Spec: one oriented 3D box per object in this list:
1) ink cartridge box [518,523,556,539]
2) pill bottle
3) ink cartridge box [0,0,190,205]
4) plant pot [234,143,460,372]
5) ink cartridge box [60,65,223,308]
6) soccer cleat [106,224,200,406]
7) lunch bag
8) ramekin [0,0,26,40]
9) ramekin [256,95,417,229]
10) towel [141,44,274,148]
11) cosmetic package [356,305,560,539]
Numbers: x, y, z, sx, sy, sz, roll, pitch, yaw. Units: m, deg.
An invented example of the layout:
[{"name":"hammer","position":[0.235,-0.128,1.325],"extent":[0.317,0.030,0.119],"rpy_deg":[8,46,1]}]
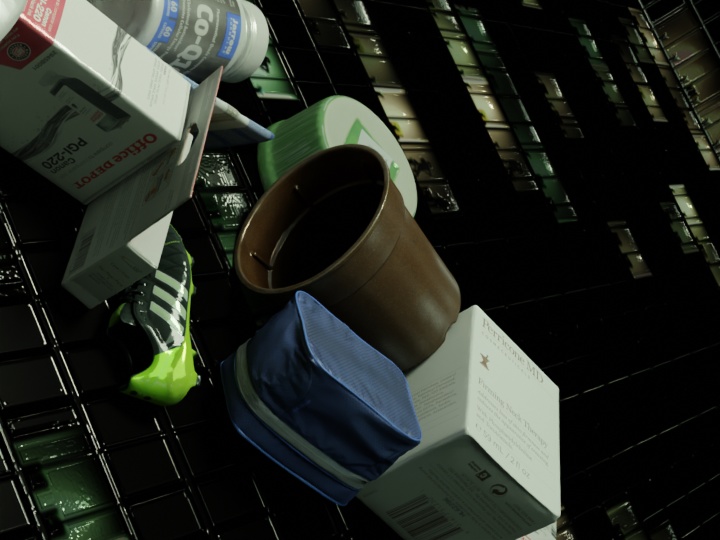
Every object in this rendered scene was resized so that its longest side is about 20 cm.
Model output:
[{"name":"ink cartridge box","position":[0.172,0.298,1.742],"extent":[0.116,0.068,0.201],"rpy_deg":[44,33,-26]},{"name":"pill bottle","position":[-0.198,-0.270,1.630],"extent":[0.200,0.113,0.114],"rpy_deg":[7,58,-55]},{"name":"ink cartridge box","position":[-0.279,-0.169,1.380],"extent":[0.200,0.145,0.085],"rpy_deg":[36,40,-35]},{"name":"plant pot","position":[0.000,0.000,1.632],"extent":[0.198,0.199,0.201],"rpy_deg":[46,31,-36]},{"name":"ink cartridge box","position":[-0.191,-0.079,1.405],"extent":[0.045,0.176,0.201],"rpy_deg":[42,34,-28]},{"name":"soccer cleat","position":[-0.200,0.032,1.411],"extent":[0.081,0.067,0.201],"rpy_deg":[15,51,-36]},{"name":"lunch bag","position":[-0.041,0.138,1.495],"extent":[0.200,0.132,0.136],"rpy_deg":[41,19,-28]},{"name":"ramekin","position":[-0.372,-0.212,1.230],"extent":[0.098,0.200,0.201],"rpy_deg":[52,29,-28]},{"name":"ramekin","position":[-0.021,-0.110,1.776],"extent":[0.200,0.097,0.201],"rpy_deg":[38,36,-34]},{"name":"towel","position":[-0.201,-0.175,1.516],"extent":[0.200,0.146,0.024],"rpy_deg":[30,67,-45]},{"name":"cosmetic package","position":[0.108,0.185,1.645],"extent":[0.167,0.166,0.201],"rpy_deg":[44,32,-26]}]
